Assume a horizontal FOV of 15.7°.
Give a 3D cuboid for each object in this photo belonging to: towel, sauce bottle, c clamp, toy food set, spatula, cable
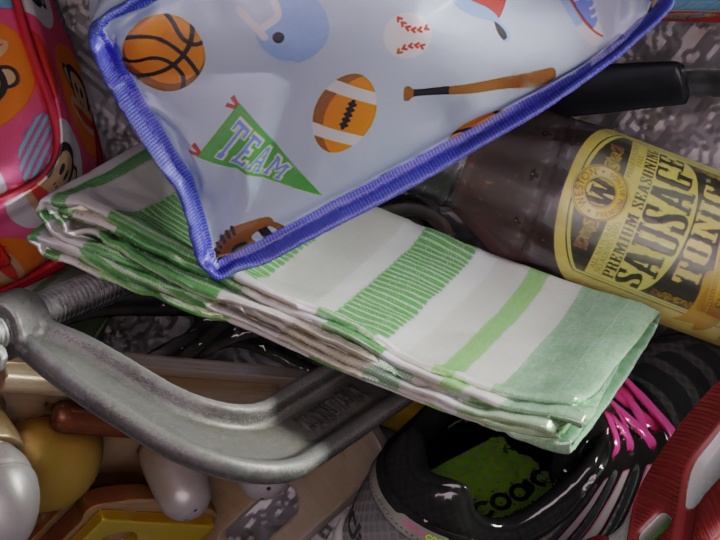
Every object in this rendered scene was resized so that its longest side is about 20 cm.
[{"bbox_3d":[0.000,0.000,0.921,0.199,0.153,0.023,21,110,10],"label":"towel"},{"bbox_3d":[0.092,-0.020,0.996,0.199,0.066,0.066,19,92,-2],"label":"sauce bottle"},{"bbox_3d":[-0.070,0.016,0.896,0.171,0.200,0.027,30,111,21],"label":"c clamp"},{"bbox_3d":[-0.105,0.093,0.932,0.144,0.200,0.061,-45,53,36],"label":"toy food set"},{"bbox_3d":[0.134,-0.068,0.979,0.199,0.021,0.057,0,120,32],"label":"spatula"},{"bbox_3d":[-0.030,0.015,0.984,0.199,0.050,0.098,4,87,-24],"label":"cable"}]

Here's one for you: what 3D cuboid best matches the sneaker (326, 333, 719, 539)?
[{"bbox_3d":[0.075,0.064,0.955,0.199,0.088,0.074,-22,60,-32],"label":"sneaker"}]

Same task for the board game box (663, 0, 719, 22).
[{"bbox_3d":[0.127,-0.195,0.950,0.040,0.153,0.201,1,91,0],"label":"board game box"}]

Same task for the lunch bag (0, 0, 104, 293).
[{"bbox_3d":[-0.196,-0.037,0.964,0.199,0.082,0.177,-22,64,5],"label":"lunch bag"}]

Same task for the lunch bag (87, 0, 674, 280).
[{"bbox_3d":[0.010,-0.111,0.882,0.199,0.170,0.124,-24,115,4],"label":"lunch bag"}]

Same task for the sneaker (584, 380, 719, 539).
[{"bbox_3d":[0.120,0.136,0.914,0.200,0.078,0.115,-45,119,8],"label":"sneaker"}]

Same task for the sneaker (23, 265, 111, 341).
[{"bbox_3d":[-0.138,0.051,1.011,0.200,0.067,0.090,-42,110,-7],"label":"sneaker"}]
